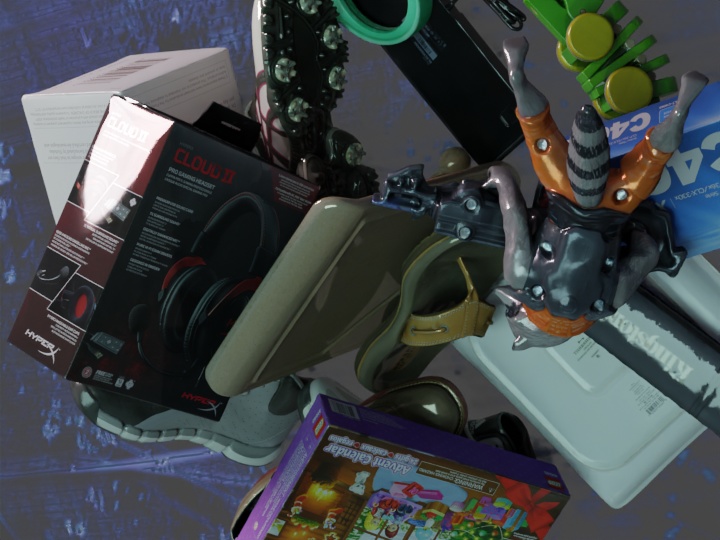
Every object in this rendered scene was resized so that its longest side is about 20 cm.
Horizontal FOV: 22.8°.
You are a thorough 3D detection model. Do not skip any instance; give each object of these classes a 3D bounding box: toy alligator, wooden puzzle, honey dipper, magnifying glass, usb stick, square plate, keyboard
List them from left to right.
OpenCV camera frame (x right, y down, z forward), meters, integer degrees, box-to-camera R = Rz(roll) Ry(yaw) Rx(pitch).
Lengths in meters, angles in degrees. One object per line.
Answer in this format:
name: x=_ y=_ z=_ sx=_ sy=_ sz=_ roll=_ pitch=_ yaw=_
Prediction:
magnifying glass: x=-0.035 y=-0.208 z=1.241 sx=0.199 sy=0.022 sz=0.080 roll=22 pitch=134 yaw=34
wooden puzzle: x=0.000 y=0.000 z=1.221 sx=0.037 sy=0.199 sz=0.185 roll=51 pitch=127 yaw=22
honey dipper: x=0.016 y=-0.024 z=1.299 sx=0.038 sy=0.038 sz=0.200 roll=46 pitch=125 yaw=6
keyboard: x=0.057 y=-0.173 z=1.209 sx=0.200 sy=0.021 sz=0.127 roll=51 pitch=142 yaw=2
toy alligator: x=0.149 y=-0.159 z=1.148 sx=0.054 sy=0.059 sz=0.201 roll=-36 pitch=90 yaw=-2
square plate: x=0.165 y=0.047 z=1.241 sx=0.198 sy=0.028 sz=0.200 roll=46 pitch=127 yaw=7
usb stick: x=0.200 y=0.051 z=1.183 sx=0.200 sy=0.033 sz=0.056 roll=38 pitch=126 yaw=13

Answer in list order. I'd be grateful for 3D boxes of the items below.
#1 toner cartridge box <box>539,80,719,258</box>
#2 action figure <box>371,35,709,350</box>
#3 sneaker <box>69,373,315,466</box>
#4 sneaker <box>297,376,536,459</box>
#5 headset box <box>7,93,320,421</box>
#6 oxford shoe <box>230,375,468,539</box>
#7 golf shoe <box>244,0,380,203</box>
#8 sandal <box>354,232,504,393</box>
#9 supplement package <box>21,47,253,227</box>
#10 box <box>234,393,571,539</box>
toner cartridge box: x=0.221 y=-0.064 z=1.108 sx=0.199 sy=0.043 sz=0.095 roll=-19 pitch=126 yaw=26
action figure: x=0.104 y=-0.037 z=1.062 sx=0.198 sy=0.105 sz=0.195 roll=6 pitch=123 yaw=3
sneaker: x=-0.115 y=0.077 z=1.352 sx=0.116 sy=0.199 sz=0.075 roll=-47 pitch=46 yaw=27
sneaker: x=0.055 y=0.123 z=1.325 sx=0.200 sy=0.076 sz=0.116 roll=39 pitch=117 yaw=2
headset box: x=-0.126 y=-0.015 z=1.197 sx=0.075 sy=0.148 sz=0.201 roll=25 pitch=91 yaw=42
oxford shoe: x=-0.009 y=0.146 z=1.272 sx=0.200 sy=0.075 sz=0.071 roll=-38 pitch=88 yaw=22
golf shoe: x=-0.053 y=-0.119 z=1.260 sx=0.088 sy=0.077 sz=0.201 roll=18 pitch=132 yaw=40
sandal: x=0.057 y=0.035 z=1.236 sx=0.054 sy=0.080 sz=0.200 roll=65 pitch=143 yaw=30
supplement package: x=-0.151 y=-0.052 z=1.329 sx=0.117 sy=0.117 sz=0.201 roll=2 pitch=111 yaw=41
box: x=0.030 y=0.174 z=1.246 sx=0.199 sy=0.039 sz=0.137 roll=18 pitch=116 yaw=-24
